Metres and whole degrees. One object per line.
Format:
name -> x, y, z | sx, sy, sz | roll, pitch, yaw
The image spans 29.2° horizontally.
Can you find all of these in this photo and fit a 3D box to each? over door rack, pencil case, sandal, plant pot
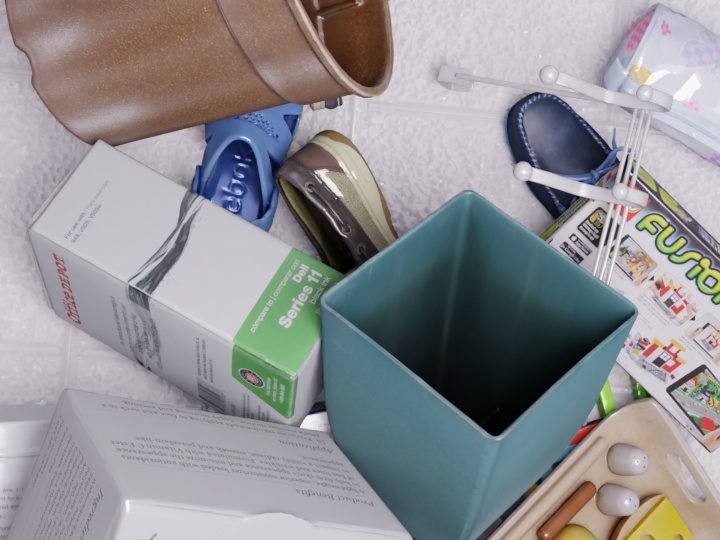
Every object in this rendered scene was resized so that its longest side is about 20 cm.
over door rack -> 0.106, -0.065, 0.960 | 0.066, 0.199, 0.149 | 17, 88, -47
pencil case -> 0.276, -0.116, 1.033 | 0.199, 0.083, 0.091 | 31, 64, -5
sandal -> -0.082, -0.090, 0.989 | 0.079, 0.087, 0.201 | 6, 87, -5
plant pot -> 0.063, 0.086, 0.897 | 0.141, 0.201, 0.141 | 38, 55, 24
plant pot -> -0.107, -0.180, 0.894 | 0.197, 0.200, 0.201 | -15, 92, 20

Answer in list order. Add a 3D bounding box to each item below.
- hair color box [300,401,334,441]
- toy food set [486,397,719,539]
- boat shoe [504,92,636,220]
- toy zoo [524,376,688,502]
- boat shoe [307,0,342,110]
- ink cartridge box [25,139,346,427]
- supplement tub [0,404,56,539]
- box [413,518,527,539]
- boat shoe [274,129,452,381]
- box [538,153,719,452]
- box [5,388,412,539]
hair color box -> -0.028, 0.200, 1.005 | 0.109, 0.065, 0.201 | -11, 93, -8
toy food set -> 0.183, 0.210, 0.991 | 0.200, 0.060, 0.144 | -41, 104, -22
boat shoe -> 0.186, -0.052, 1.029 | 0.084, 0.069, 0.200 | -41, 95, -6
toy zoo -> 0.138, 0.138, 1.046 | 0.199, 0.020, 0.132 | -16, 92, -7
boat shoe -> -0.004, -0.215, 1.007 | 0.064, 0.072, 0.201 | 6, 83, -2
ink cartridge box -> -0.112, 0.019, 0.927 | 0.199, 0.147, 0.083 | 29, 66, 7
supplement tub -> -0.255, 0.197, 0.943 | 0.131, 0.132, 0.201 | 2, 90, -7
box -> 0.064, 0.272, 0.978 | 0.143, 0.036, 0.201 | 39, 67, -21
boat shoe -> 0.000, 0.000, 0.993 | 0.065, 0.073, 0.201 | -33, 99, -25
box -> 0.222, 0.026, 0.986 | 0.200, 0.035, 0.110 | 44, 114, -6
box -> -0.108, 0.200, 0.847 | 0.198, 0.131, 0.201 | 14, 107, -33
